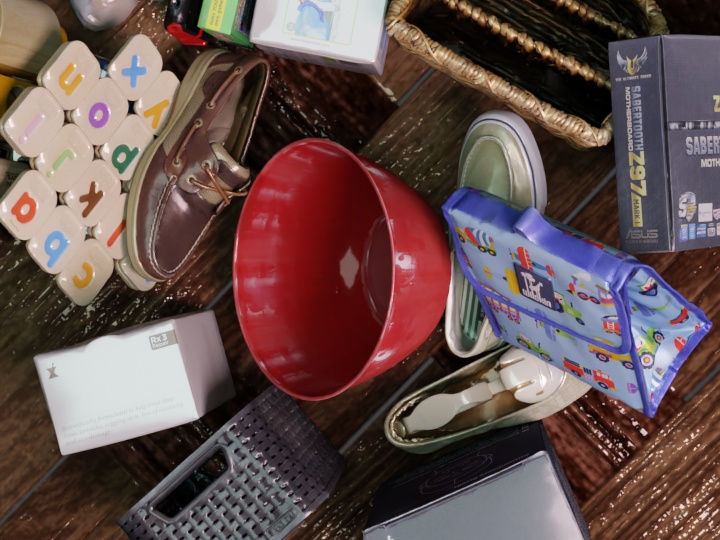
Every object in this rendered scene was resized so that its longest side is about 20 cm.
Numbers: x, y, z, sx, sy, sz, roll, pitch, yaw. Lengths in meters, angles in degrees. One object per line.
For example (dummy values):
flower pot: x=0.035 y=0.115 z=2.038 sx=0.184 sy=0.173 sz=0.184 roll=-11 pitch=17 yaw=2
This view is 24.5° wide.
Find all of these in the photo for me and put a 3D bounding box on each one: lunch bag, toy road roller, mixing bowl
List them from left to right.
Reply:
toy road roller: x=-0.320 y=-0.120 z=1.292 sx=0.145 sy=0.123 sz=0.201 roll=3 pitch=87 yaw=25
mixing bowl: x=0.000 y=0.000 z=1.303 sx=0.108 sy=0.200 sz=0.201 roll=1 pitch=94 yaw=-39
lunch bag: x=0.152 y=0.004 z=1.205 sx=0.150 sy=0.200 sz=0.094 roll=28 pitch=78 yaw=32

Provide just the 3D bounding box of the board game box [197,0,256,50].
board game box: x=-0.083 y=-0.280 z=1.306 sx=0.029 sy=0.135 sz=0.201 roll=14 pitch=93 yaw=4

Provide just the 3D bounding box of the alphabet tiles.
alphabet tiles: x=-0.199 y=-0.080 z=1.305 sx=0.015 sy=0.200 sz=0.196 roll=9 pitch=56 yaw=40

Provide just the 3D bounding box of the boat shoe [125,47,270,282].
boat shoe: x=-0.123 y=-0.084 z=1.324 sx=0.072 sy=0.072 sz=0.201 roll=10 pitch=72 yaw=41

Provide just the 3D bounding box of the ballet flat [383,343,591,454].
ballet flat: x=0.109 y=0.098 z=1.326 sx=0.200 sy=0.062 sz=0.068 roll=-29 pitch=77 yaw=15

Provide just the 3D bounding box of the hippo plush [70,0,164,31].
hippo plush: x=-0.220 y=-0.294 z=1.303 sx=0.200 sy=0.161 sz=0.159 roll=45 pitch=95 yaw=1

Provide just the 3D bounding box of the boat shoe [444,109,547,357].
boat shoe: x=0.103 y=-0.024 z=1.307 sx=0.072 sy=0.062 sz=0.201 roll=10 pitch=113 yaw=26

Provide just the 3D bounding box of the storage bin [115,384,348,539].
storage bin: x=-0.094 y=0.172 z=1.293 sx=0.135 sy=0.200 sz=0.094 roll=-41 pitch=89 yaw=5

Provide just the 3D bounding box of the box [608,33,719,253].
box: x=0.268 y=-0.098 z=1.263 sx=0.051 sy=0.200 sz=0.158 roll=-2 pitch=92 yaw=43

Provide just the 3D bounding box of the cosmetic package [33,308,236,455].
cosmetic package: x=-0.170 y=0.083 z=1.296 sx=0.112 sy=0.200 sz=0.081 roll=-15 pitch=91 yaw=6

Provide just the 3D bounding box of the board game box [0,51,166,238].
board game box: x=-0.274 y=-0.120 z=1.372 sx=0.199 sy=0.046 sz=0.152 roll=22 pitch=94 yaw=3

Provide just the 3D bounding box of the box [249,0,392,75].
box: x=-0.015 y=-0.265 z=1.311 sx=0.101 sy=0.112 sz=0.201 roll=11 pitch=93 yaw=3

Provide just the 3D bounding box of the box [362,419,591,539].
box: x=0.094 y=0.200 z=1.280 sx=0.148 sy=0.200 sz=0.107 roll=-24 pitch=90 yaw=6

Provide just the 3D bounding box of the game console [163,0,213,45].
game console: x=-0.115 y=-0.277 z=1.287 sx=0.031 sy=0.177 sz=0.201 roll=14 pitch=94 yaw=2

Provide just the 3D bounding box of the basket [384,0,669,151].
basket: x=0.135 y=-0.196 z=1.285 sx=0.200 sy=0.149 sz=0.143 roll=30 pitch=95 yaw=4
